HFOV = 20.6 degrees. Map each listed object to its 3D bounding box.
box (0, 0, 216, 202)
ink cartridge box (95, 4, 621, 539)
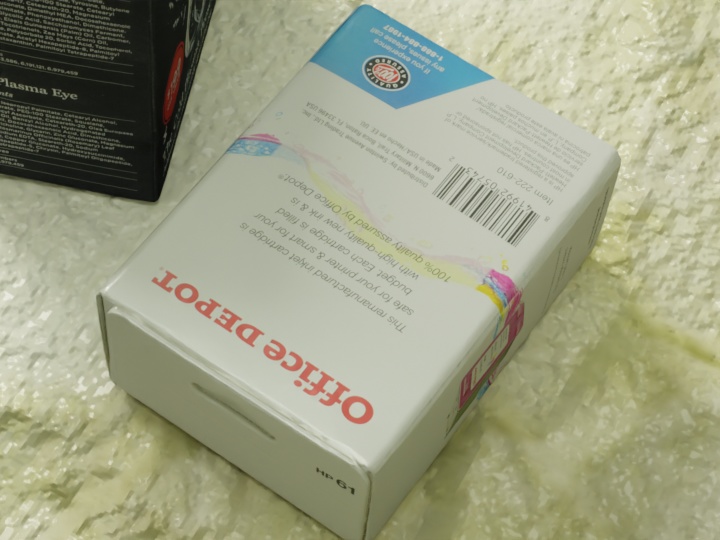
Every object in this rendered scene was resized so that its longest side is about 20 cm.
[{"bbox_3d":[-0.120,-0.167,0.916,0.104,0.182,0.200,11,60,2],"label":"box"},{"bbox_3d":[0.000,0.000,0.881,0.145,0.085,0.200,32,61,15],"label":"ink cartridge box"}]
